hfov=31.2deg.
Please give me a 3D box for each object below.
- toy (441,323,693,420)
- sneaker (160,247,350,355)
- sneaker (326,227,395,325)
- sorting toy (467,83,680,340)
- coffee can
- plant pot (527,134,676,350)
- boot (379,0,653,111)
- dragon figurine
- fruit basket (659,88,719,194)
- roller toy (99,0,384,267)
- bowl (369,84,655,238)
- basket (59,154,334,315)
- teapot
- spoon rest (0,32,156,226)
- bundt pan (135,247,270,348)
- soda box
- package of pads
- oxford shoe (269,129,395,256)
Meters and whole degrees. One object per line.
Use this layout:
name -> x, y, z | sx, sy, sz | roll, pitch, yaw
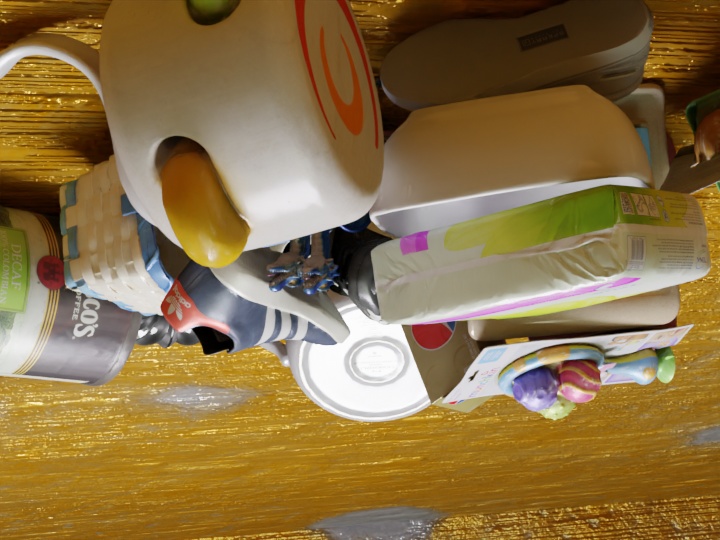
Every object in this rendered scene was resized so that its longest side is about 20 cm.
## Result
toy -> 0.182, 0.096, 1.102 | 0.198, 0.048, 0.115 | -8, 153, -21
sneaker -> -0.082, 0.032, 0.994 | 0.084, 0.075, 0.200 | -43, 148, 11
sneaker -> 0.000, 0.000, 1.029 | 0.089, 0.067, 0.200 | 14, -175, 10
sorting toy -> 0.172, -0.048, 1.056 | 0.183, 0.203, 0.036 | -4, -177, -9
coffee can -> -0.308, 0.018, 1.109 | 0.199, 0.148, 0.146 | 10, 154, -40
plant pot -> 0.208, -0.013, 1.176 | 0.197, 0.181, 0.200 | -8, 160, -3
boot -> 0.117, -0.139, 0.950 | 0.198, 0.074, 0.096 | -11, 153, 5
dragon figurine -> -0.021, -0.065, 0.952 | 0.058, 0.201, 0.100 | 6, 129, 20
fruit basket -> 0.324, -0.101, 0.997 | 0.184, 0.094, 0.200 | -24, -167, 26
roller toy -> -0.074, -0.104, 0.807 | 0.138, 0.202, 0.182 | -14, 176, 17
bowl -> 0.109, -0.076, 0.932 | 0.197, 0.076, 0.200 | -7, 173, 12
basket -> -0.130, -0.039, 1.029 | 0.198, 0.141, 0.176 | -9, 164, 18
teapot -> 0.010, 0.048, 1.335 | 0.199, 0.147, 0.197 | 31, 119, -24
spoon rest -> -0.161, -0.093, 0.875 | 0.199, 0.100, 0.061 | 37, 117, -9
bundt pan -> -0.179, 0.022, 1.275 | 0.199, 0.077, 0.202 | -7, 161, -2
soda box -> 0.072, 0.024, 1.184 | 0.068, 0.202, 0.064 | -35, 150, 26
package of pads -> 0.131, -0.007, 0.915 | 0.198, 0.069, 0.154 | -13, 173, 36
oxford shoe -> -0.016, -0.059, 1.118 | 0.070, 0.075, 0.200 | 6, 156, -33
